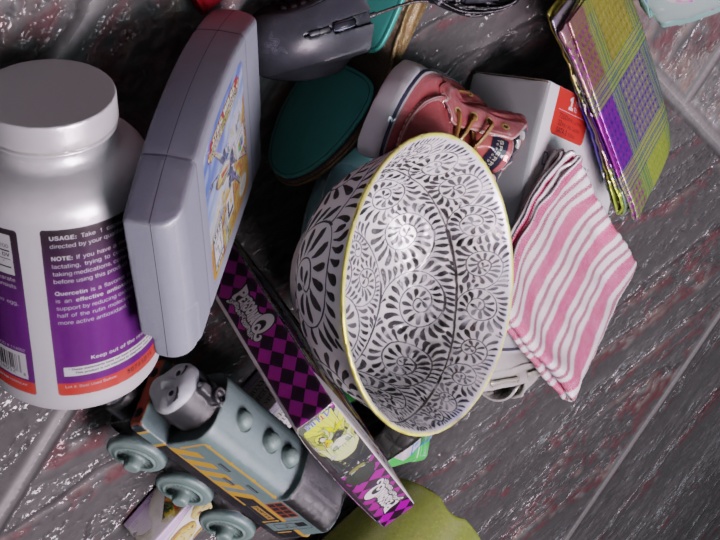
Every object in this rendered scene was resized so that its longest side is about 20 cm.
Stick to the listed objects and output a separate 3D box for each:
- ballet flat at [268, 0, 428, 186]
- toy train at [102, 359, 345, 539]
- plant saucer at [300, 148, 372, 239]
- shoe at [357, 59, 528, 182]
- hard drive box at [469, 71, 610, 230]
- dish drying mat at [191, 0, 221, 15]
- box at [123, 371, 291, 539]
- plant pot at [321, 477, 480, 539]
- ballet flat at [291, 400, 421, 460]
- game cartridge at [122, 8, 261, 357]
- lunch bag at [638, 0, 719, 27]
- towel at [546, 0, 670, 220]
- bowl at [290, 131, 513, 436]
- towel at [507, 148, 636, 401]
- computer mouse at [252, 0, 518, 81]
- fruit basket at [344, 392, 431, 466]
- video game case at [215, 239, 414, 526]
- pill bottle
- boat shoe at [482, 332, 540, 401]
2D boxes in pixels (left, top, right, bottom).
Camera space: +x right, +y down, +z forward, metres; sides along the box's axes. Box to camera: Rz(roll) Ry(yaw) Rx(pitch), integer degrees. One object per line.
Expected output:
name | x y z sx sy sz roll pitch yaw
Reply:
ballet flat | 0.002 -0.149 0.893 0.200 0.068 0.072 -65 159 10
toy train | -0.100 0.136 0.929 0.200 0.114 0.085 46 44 -34
plant saucer | 0.000 0.000 0.962 0.200 0.027 0.201 -4 90 -66
shoe | 0.067 -0.103 0.905 0.072 0.091 0.200 -65 170 16
hard drive box | 0.143 -0.053 1.065 0.156 0.077 0.201 10 93 -52
dish drying mat | -0.043 -0.252 0.781 0.200 0.018 0.077 -46 145 -10
box | -0.112 0.153 1.033 0.200 0.039 0.041 -48 142 -6
plant pot | 0.022 0.313 1.216 0.184 0.200 0.201 -47 146 -28
ballet flat | -0.008 0.128 1.025 0.057 0.200 0.067 45 40 -24
game cartridge | -0.097 -0.063 0.761 0.133 0.041 0.200 98 4 -48
lunch bag | 0.289 -0.311 1.022 0.200 0.122 0.170 -50 146 8
towel | 0.217 -0.161 1.055 0.144 0.023 0.200 -55 128 -43
bowl | 0.014 0.008 0.844 0.200 0.094 0.201 -5 96 -52
towel | 0.175 0.009 1.038 0.147 0.030 0.200 -61 140 -17
computer mouse | 0.015 -0.171 0.829 0.199 0.034 0.059 -17 105 -3
fruit basket | 0.063 0.091 1.135 0.200 0.094 0.186 -22 134 -42
video game case | -0.046 0.072 0.900 0.036 0.200 0.181 -34 143 -2
pill bottle | -0.179 -0.020 0.745 0.112 0.112 0.200 -25 137 -33
boat shoe | 0.126 0.082 1.085 0.200 0.072 0.066 12 83 -69
